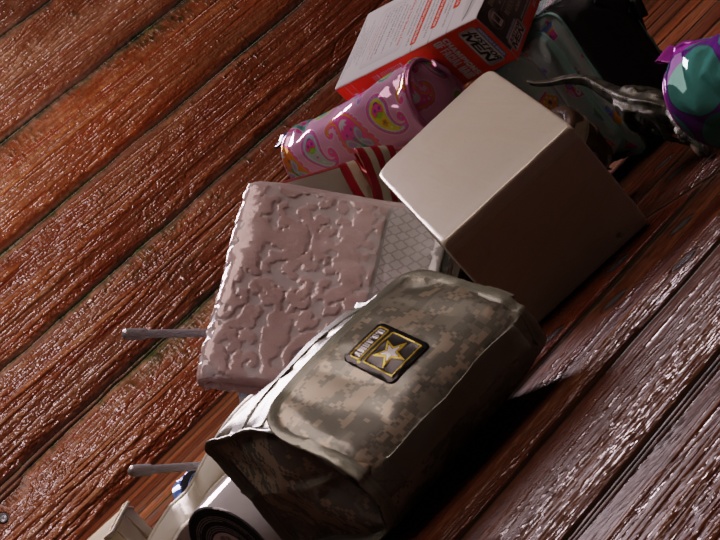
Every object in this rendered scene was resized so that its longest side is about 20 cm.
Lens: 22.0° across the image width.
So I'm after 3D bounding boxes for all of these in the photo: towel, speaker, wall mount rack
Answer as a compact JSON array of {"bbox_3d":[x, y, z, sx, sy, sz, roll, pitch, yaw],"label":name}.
[{"bbox_3d":[-0.025,0.019,1.531,0.032,0.190,0.201,83,-164,-55],"label":"towel"},{"bbox_3d":[-0.036,0.144,1.357,0.200,0.081,0.081,-44,3,-41],"label":"speaker"},{"bbox_3d":[-0.125,0.115,1.612,0.074,0.201,0.174,-10,-11,29],"label":"wall mount rack"}]

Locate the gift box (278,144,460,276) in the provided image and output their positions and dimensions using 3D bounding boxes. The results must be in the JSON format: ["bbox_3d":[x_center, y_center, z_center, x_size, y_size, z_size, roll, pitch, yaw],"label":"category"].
[{"bbox_3d":[0.000,0.000,1.683,0.199,0.185,0.187,-22,-6,-19],"label":"gift box"}]

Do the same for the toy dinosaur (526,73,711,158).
[{"bbox_3d":[0.231,-0.129,1.504,0.200,0.088,0.048,26,97,51],"label":"toy dinosaur"}]

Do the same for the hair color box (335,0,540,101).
[{"bbox_3d":[0.076,-0.224,1.773,0.200,0.064,0.111,-22,36,46],"label":"hair color box"}]

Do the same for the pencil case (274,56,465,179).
[{"bbox_3d":[0.010,-0.134,1.759,0.200,0.088,0.087,-23,16,47],"label":"pencil case"}]

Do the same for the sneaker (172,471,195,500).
[{"bbox_3d":[-0.128,0.215,1.728,0.078,0.070,0.200,-39,10,3],"label":"sneaker"}]

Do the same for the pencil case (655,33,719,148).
[{"bbox_3d":[0.291,-0.158,1.254,0.085,0.092,0.200,-45,3,-39],"label":"pencil case"}]

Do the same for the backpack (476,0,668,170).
[{"bbox_3d":[0.201,-0.175,1.799,0.153,0.176,0.200,-41,9,-15],"label":"backpack"}]

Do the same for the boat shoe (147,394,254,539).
[{"bbox_3d":[-0.104,0.182,1.537,0.200,0.059,0.072,-55,24,9],"label":"boat shoe"}]

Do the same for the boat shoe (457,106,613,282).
[{"bbox_3d":[0.154,-0.034,1.564,0.203,0.075,0.075,-61,30,-3],"label":"boat shoe"}]

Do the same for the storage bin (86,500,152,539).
[{"bbox_3d":[-0.254,0.315,1.648,0.200,0.094,0.199,-43,2,-1],"label":"storage bin"}]

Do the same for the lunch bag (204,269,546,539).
[{"bbox_3d":[0.014,0.087,1.186,0.164,0.118,0.200,-44,9,-26],"label":"lunch bag"}]

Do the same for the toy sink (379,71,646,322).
[{"bbox_3d":[0.116,-0.055,1.454,0.130,0.112,0.200,-42,23,1],"label":"toy sink"}]
